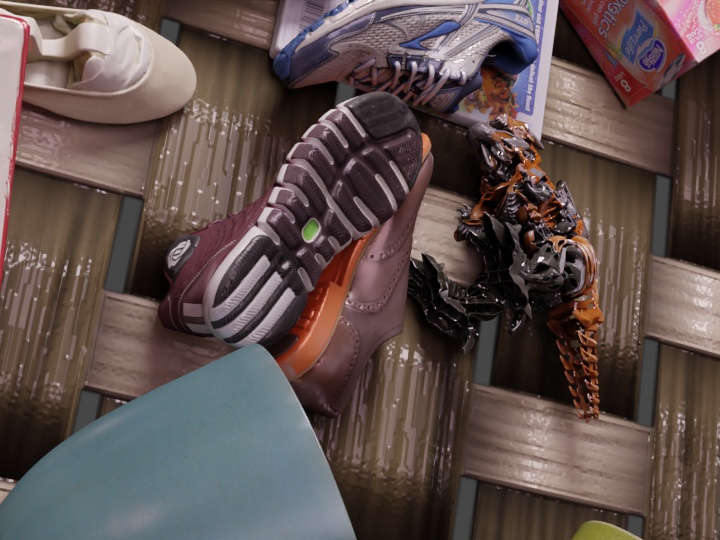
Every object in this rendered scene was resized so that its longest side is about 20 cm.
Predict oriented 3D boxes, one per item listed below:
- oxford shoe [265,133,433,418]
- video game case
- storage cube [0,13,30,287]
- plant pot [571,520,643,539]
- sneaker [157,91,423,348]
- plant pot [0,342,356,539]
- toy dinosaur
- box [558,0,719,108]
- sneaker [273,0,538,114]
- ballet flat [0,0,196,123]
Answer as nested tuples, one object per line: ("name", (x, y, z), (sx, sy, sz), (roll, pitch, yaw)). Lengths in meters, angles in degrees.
("oxford shoe", (0.000, 0.000, 0.968), (0.073, 0.071, 0.201), (47, 60, -32))
("video game case", (0.043, -0.180, 1.057), (0.199, 0.018, 0.144), (17, 68, -19))
("storage cube", (-0.276, -0.035, 0.781), (0.170, 0.180, 0.201), (10, 72, -21))
("plant pot", (0.132, 0.283, 0.885), (0.200, 0.187, 0.187), (-43, 95, -15))
("sneaker", (-0.054, -0.034, 0.919), (0.200, 0.115, 0.076), (-48, 118, -33))
("plant pot", (-0.097, 0.158, 0.800), (0.160, 0.201, 0.202), (-18, 83, -14))
("toy dinosaur", (0.114, -0.006, 1.000), (0.135, 0.102, 0.200), (-14, 58, -43))
("box", (0.257, -0.216, 1.119), (0.200, 0.095, 0.103), (-34, 90, -28))
("sneaker", (0.039, -0.142, 0.993), (0.199, 0.077, 0.086), (-20, 88, -27))
("ballet flat", (-0.186, -0.131, 0.913), (0.199, 0.069, 0.070), (4, 73, -23))
